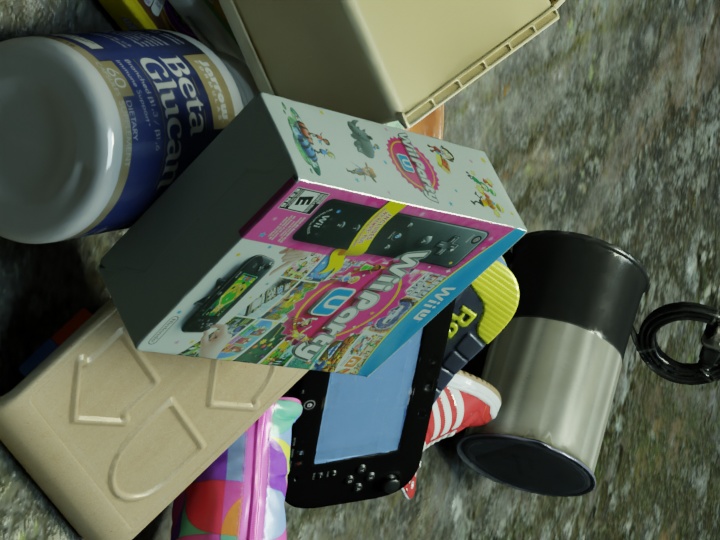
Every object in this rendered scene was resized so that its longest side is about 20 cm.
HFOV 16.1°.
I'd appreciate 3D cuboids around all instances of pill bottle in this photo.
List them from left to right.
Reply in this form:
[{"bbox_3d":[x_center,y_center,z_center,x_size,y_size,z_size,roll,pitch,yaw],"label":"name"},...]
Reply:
[{"bbox_3d":[-0.133,-0.079,1.424,0.200,0.111,0.111,-15,114,-62],"label":"pill bottle"}]

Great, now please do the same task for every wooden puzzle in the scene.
[{"bbox_3d":[-0.121,0.058,1.525,0.200,0.046,0.185,-40,144,-8],"label":"wooden puzzle"}]

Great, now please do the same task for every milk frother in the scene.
[{"bbox_3d":[0.201,0.095,2.073,0.181,0.200,0.188,67,37,-62],"label":"milk frother"}]

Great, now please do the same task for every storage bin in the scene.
[{"bbox_3d":[0.008,-0.201,1.499,0.198,0.094,0.200,-38,109,-44],"label":"storage bin"}]

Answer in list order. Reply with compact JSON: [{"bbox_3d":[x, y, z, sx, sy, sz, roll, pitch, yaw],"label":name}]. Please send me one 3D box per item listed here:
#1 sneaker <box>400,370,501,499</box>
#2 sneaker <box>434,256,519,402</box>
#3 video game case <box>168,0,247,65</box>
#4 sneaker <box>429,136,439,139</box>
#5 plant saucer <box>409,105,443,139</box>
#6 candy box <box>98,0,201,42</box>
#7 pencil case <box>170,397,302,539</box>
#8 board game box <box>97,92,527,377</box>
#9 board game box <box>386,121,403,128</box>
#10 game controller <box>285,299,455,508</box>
[{"bbox_3d":[0.038,0.122,1.907,0.200,0.071,0.113,25,75,-58],"label":"sneaker"},{"bbox_3d":[0.031,0.050,1.789,0.074,0.200,0.082,40,20,-26],"label":"sneaker"},{"bbox_3d":[-0.062,-0.223,1.565,0.182,0.022,0.200,51,50,-59],"label":"video game case"},{"bbox_3d":[0.000,0.000,1.691,0.099,0.078,0.200,11,109,-51],"label":"sneaker"},{"bbox_3d":[-0.001,-0.083,1.778,0.200,0.037,0.201,-35,130,-55],"label":"plant saucer"},{"bbox_3d":[-0.103,-0.168,1.546,0.200,0.026,0.102,51,51,-58],"label":"candy box"},{"bbox_3d":[-0.082,0.172,1.615,0.088,0.088,0.200,41,46,-61],"label":"pencil case"},{"bbox_3d":[-0.025,-0.014,1.427,0.148,0.064,0.200,-44,149,27],"label":"board game box"},{"bbox_3d":[-0.006,-0.122,1.625,0.200,0.029,0.135,-56,149,-18],"label":"board game box"},{"bbox_3d":[0.002,0.078,1.684,0.104,0.042,0.200,-14,133,-29],"label":"game controller"}]
